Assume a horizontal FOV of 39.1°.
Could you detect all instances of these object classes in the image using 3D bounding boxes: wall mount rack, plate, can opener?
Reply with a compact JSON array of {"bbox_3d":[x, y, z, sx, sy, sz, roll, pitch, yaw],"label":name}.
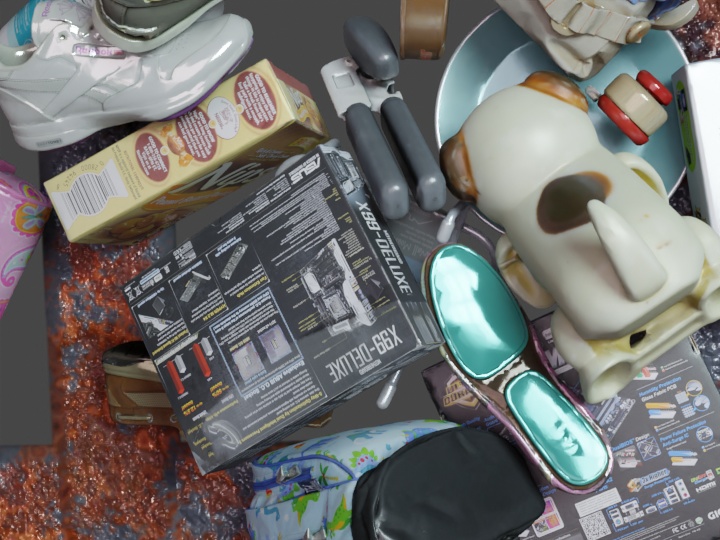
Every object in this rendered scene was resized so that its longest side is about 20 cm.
[{"bbox_3d":[0.000,0.000,0.794,0.199,0.075,0.175,25,119,12],"label":"wall mount rack"},{"bbox_3d":[0.157,-0.117,0.783,0.199,0.026,0.202,0,91,12],"label":"plate"},{"bbox_3d":[0.013,-0.121,0.746,0.053,0.200,0.067,-12,131,-8],"label":"can opener"}]

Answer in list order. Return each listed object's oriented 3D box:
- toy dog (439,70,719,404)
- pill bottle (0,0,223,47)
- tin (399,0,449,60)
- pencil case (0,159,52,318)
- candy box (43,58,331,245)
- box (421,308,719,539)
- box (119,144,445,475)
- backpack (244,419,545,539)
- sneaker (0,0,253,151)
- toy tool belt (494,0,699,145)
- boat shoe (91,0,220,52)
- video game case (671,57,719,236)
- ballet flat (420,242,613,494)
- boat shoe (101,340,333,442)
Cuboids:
[{"bbox_3d":[0.137,-0.034,0.680,0.139,0.194,0.200,-42,61,17],"label":"toy dog"},{"bbox_3d":[-0.184,-0.203,0.796,0.200,0.111,0.111,-35,83,21],"label":"pill bottle"},{"bbox_3d":[0.054,-0.259,0.763,0.042,0.112,0.201,4,92,0],"label":"tin"},{"bbox_3d":[-0.338,0.004,0.862,0.087,0.087,0.201,28,95,11],"label":"pencil case"},{"bbox_3d":[-0.131,-0.087,0.798,0.199,0.115,0.056,-26,86,11],"label":"candy box"},{"bbox_3d":[0.174,0.126,0.766,0.199,0.050,0.199,-26,82,10],"label":"box"},{"bbox_3d":[-0.061,0.030,0.727,0.200,0.050,0.158,-33,75,20],"label":"box"},{"bbox_3d":[0.002,0.177,0.743,0.200,0.163,0.154,-45,65,43],"label":"backpack"},{"bbox_3d":[-0.175,-0.151,0.719,0.199,0.075,0.100,-16,123,10],"label":"sneaker"},{"bbox_3d":[0.171,-0.200,0.707,0.123,0.125,0.200,-44,82,16],"label":"toy tool belt"},{"bbox_3d":[-0.101,-0.228,0.694,0.072,0.060,0.202,41,63,1],"label":"boat shoe"},{"bbox_3d":[0.338,-0.070,0.721,0.199,0.045,0.182,-9,89,4],"label":"video game case"},{"bbox_3d":[0.105,0.073,0.724,0.069,0.071,0.200,-34,81,-9],"label":"ballet flat"},{"bbox_3d":[-0.118,0.107,0.823,0.199,0.076,0.074,8,97,20],"label":"boat shoe"}]
